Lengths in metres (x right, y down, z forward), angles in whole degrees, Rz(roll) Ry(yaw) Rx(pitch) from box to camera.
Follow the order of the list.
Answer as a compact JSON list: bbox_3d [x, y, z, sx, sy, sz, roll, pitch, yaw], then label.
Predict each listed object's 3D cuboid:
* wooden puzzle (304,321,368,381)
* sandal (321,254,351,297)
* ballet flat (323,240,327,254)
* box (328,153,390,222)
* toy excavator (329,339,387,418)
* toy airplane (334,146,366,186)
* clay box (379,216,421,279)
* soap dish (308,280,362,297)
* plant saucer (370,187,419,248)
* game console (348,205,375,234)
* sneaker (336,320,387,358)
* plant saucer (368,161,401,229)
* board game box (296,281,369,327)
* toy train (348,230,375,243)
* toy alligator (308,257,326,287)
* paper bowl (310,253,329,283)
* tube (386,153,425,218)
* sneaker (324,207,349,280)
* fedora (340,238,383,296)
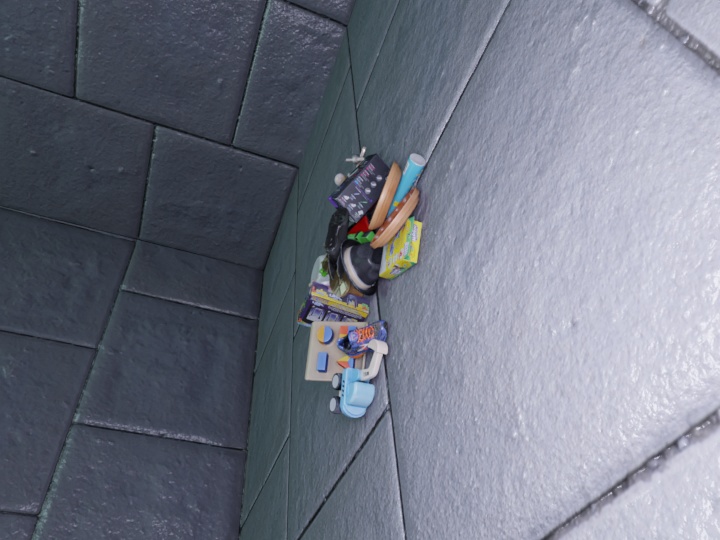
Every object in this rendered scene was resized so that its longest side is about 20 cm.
[{"bbox_3d":[-0.077,0.244,1.714,0.046,0.193,0.191,55,-144,-61],"label":"wooden puzzle"},{"bbox_3d":[-0.066,0.012,1.756,0.081,0.053,0.201,-50,36,12],"label":"sandal"},{"bbox_3d":[-0.067,-0.045,1.941,0.199,0.066,0.078,24,-112,-63],"label":"ballet flat"},{"bbox_3d":[0.005,-0.264,1.796,0.201,0.106,0.122,-47,17,-5],"label":"box"},{"bbox_3d":[0.007,0.305,1.556,0.198,0.098,0.201,-25,55,53],"label":"toy excavator"},{"bbox_3d":[-0.029,-0.323,2.030,0.199,0.137,0.206,139,141,-64],"label":"toy airplane"},{"bbox_3d":[0.113,-0.059,1.522,0.200,0.046,0.119,144,139,-65],"label":"clay box"},{"bbox_3d":[-0.082,0.076,1.904,0.199,0.152,0.084,163,100,-71],"label":"soap dish"},{"bbox_3d":[0.099,-0.140,1.539,0.202,0.032,0.200,-51,5,6],"label":"plant saucer"},{"bbox_3d":[0.034,-0.150,1.903,0.177,0.116,0.200,69,157,7],"label":"game console"},{"bbox_3d":[0.005,0.197,1.595,0.199,0.077,0.077,-37,46,39],"label":"sneaker"},{"bbox_3d":[0.074,-0.209,1.604,0.200,0.036,0.205,-157,89,-88],"label":"plant saucer"},{"bbox_3d":[-0.089,0.132,1.784,0.058,0.195,0.167,-84,18,-44],"label":"board game box"},{"bbox_3d":[0.001,-0.098,1.800,0.042,0.057,0.199,-47,18,-17],"label":"toy train"},{"bbox_3d":[-0.105,-0.023,1.859,0.197,0.055,0.059,-35,-6,4],"label":"toy alligator"},{"bbox_3d":[-0.129,0.022,2.170,0.200,0.101,0.207,-165,89,-72],"label":"paper bowl"},{"bbox_3d":[0.126,-0.243,1.615,0.077,0.050,0.202,-44,-14,-45],"label":"tube"},{"bbox_3d":[-0.063,-0.083,1.703,0.105,0.058,0.204,58,-142,-47],"label":"sneaker"},{"bbox_3d":[0.024,-0.026,1.647,0.090,0.200,0.205,-28,41,24],"label":"fedora"}]
